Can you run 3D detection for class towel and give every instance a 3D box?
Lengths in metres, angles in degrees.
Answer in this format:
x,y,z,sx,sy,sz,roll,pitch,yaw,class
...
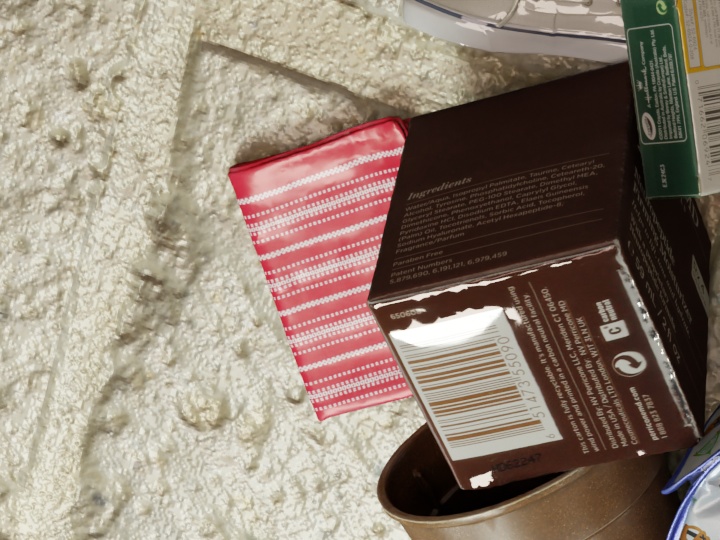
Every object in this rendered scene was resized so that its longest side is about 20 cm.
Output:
x,y,z,sx,sy,sz,roll,pitch,yaw,class
0.000,0.000,1.567,0.144,0.022,0.201,-15,103,21,towel

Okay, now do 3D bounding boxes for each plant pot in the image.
x,y,z,sx,sy,sz,roll,pitch,yaw,class
0.142,0.191,1.504,0.200,0.200,0.199,-20,108,21,plant pot

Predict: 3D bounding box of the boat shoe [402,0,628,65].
x,y,z,sx,sy,sz,roll,pitch,yaw,class
0.129,-0.184,1.441,0.201,0.075,0.086,9,111,10,boat shoe

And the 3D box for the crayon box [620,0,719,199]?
x,y,z,sx,sy,sz,roll,pitch,yaw,class
0.253,-0.121,1.380,0.051,0.199,0.126,-1,99,53,crayon box

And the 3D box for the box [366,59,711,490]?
x,y,z,sx,sy,sz,roll,pitch,yaw,class
0.119,0.002,1.412,0.164,0.200,0.166,-14,125,21,box

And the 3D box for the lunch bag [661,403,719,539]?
x,y,z,sx,sy,sz,roll,pitch,yaw,class
0.259,0.142,1.385,0.123,0.170,0.201,22,123,19,lunch bag
